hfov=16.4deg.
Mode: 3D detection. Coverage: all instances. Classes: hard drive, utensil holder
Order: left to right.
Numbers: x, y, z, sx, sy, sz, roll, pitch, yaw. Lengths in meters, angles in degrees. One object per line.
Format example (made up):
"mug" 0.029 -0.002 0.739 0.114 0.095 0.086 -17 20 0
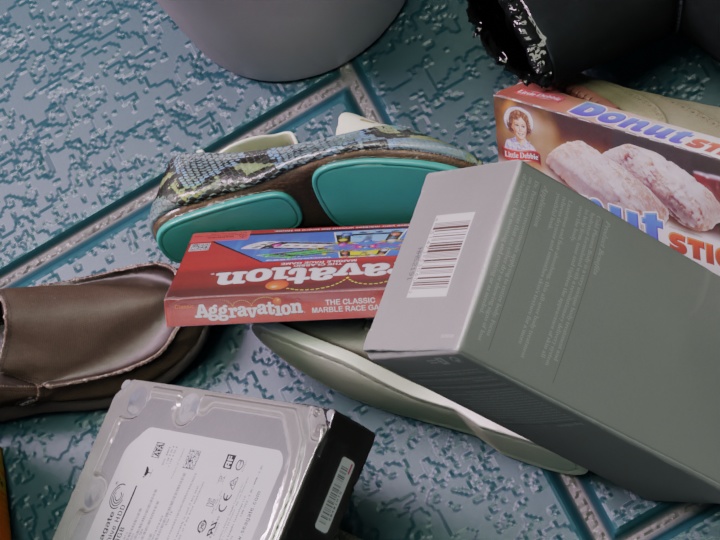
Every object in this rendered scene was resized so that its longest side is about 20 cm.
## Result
"hard drive" -0.088 0.132 1.321 0.200 0.038 0.140 5 68 53
"utensil holder" -0.068 -0.221 1.423 0.169 0.200 0.171 -6 67 15

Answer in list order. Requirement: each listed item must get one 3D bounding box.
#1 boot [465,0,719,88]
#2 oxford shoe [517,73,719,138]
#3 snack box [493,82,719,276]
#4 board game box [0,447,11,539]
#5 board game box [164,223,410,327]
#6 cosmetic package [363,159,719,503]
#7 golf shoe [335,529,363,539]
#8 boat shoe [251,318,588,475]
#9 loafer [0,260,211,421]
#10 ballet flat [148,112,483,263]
"boot" 0.158 -0.137 1.355 0.162 0.073 0.198 -19 52 -17
"oxford shoe" 0.172 -0.062 1.366 0.200 0.071 0.074 34 50 32
"snack box" 0.152 -0.043 1.316 0.024 0.072 0.200 -28 34 -36
"board game box" -0.315 0.148 1.324 0.199 0.200 0.200 -22 46 8
"board game box" 0.000 0.000 1.354 0.199 0.103 0.020 -3 111 6
"cosmetic package" 0.115 0.035 1.256 0.090 0.200 0.107 -5 60 54
"golf shoe" 0.006 0.195 1.303 0.200 0.078 0.097 22 82 34
"boat shoe" 0.039 0.049 1.349 0.201 0.072 0.060 20 76 18
"loafer" -0.180 0.043 1.422 0.199 0.071 0.073 -19 64 10
"ballet flat" -0.026 -0.057 1.419 0.199 0.074 0.074 -8 66 11
